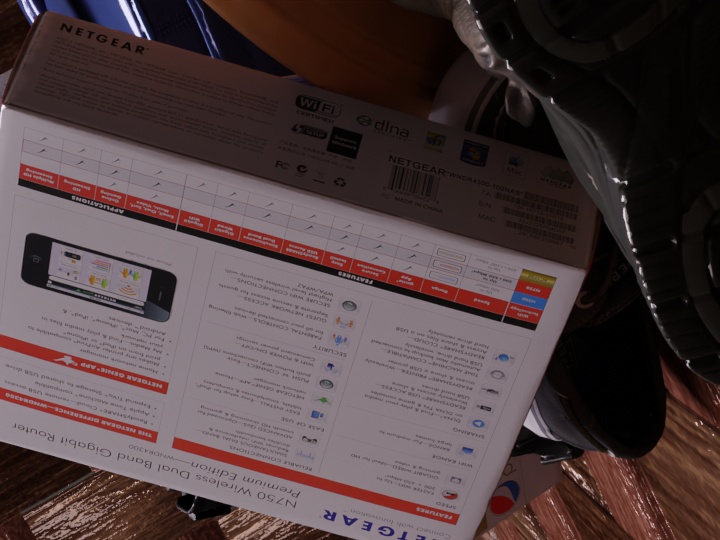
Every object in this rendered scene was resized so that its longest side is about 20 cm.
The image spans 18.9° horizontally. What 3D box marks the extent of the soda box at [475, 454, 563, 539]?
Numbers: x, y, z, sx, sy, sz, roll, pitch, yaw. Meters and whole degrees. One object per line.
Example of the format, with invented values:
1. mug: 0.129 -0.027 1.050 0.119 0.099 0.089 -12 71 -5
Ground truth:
1. soda box: 0.012 0.055 1.104 0.200 0.064 0.068 31 143 44

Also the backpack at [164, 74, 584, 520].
1. backpack: 0.000 0.000 0.918 0.191 0.199 0.155 86 174 -63

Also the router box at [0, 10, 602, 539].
1. router box: -0.034 0.013 0.772 0.180 0.199 0.049 108 177 -48

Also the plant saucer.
1. plant saucer: -0.028 -0.136 0.790 0.200 0.037 0.200 38 -157 -19

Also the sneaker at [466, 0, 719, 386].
1. sneaker: 0.067 -0.064 0.574 0.091 0.076 0.201 -117 3 -65

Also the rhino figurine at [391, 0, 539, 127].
1. rhino figurine: 0.022 -0.117 0.704 0.200 0.060 0.087 56 -168 30

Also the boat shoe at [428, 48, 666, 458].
1. boat shoe: 0.078 0.001 0.805 0.066 0.070 0.201 26 146 36

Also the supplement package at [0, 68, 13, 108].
1. supplement package: -0.109 -0.086 1.226 0.110 0.199 0.114 60 174 6

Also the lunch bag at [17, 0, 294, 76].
1. lunch bag: -0.094 -0.139 1.048 0.136 0.132 0.201 7 128 59
